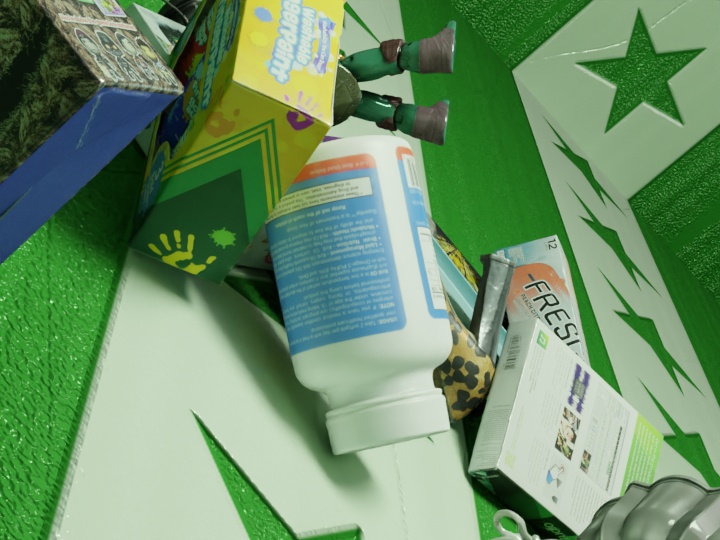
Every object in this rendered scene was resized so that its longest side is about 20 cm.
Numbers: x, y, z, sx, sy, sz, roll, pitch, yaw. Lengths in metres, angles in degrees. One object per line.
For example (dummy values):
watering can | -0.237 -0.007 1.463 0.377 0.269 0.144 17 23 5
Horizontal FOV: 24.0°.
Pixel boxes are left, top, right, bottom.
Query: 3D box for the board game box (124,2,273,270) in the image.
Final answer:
board game box | -0.109 -0.096 1.289 0.201 0.064 0.147 56 16 16

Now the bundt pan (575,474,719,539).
bundt pan | 0.219 0.252 1.190 0.076 0.202 0.202 -19 68 -49

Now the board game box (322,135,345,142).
board game box | 0.000 0.000 1.278 0.120 0.032 0.202 -5 83 -66

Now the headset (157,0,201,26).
headset | -0.122 -0.200 1.431 0.200 0.094 0.124 54 4 -40

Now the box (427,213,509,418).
box | 0.075 0.030 1.547 0.161 0.049 0.200 48 17 -7

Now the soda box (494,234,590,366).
soda box | 0.176 0.073 1.564 0.068 0.063 0.201 53 25 -64

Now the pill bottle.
pill bottle | 0.000 0.018 1.149 0.112 0.111 0.202 9 69 -68

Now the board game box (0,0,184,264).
board game box | -0.217 -0.114 0.831 0.200 0.159 0.097 52 15 8

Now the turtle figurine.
turtle figurine | -0.029 -0.150 1.294 0.150 0.198 0.101 94 4 -53

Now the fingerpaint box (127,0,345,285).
fingerpaint box | -0.078 -0.123 1.116 0.073 0.167 0.201 23 45 -18

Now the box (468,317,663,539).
box | 0.177 0.154 1.428 0.200 0.036 0.145 41 54 -32

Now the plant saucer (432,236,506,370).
plant saucer | 0.093 0.036 1.470 0.200 0.019 0.070 51 18 2

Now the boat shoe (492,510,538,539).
boat shoe | 0.101 0.201 1.098 0.074 0.087 0.201 7 -3 32

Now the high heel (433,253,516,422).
high heel | 0.023 0.038 1.397 0.198 0.144 0.071 15 -8 -7
